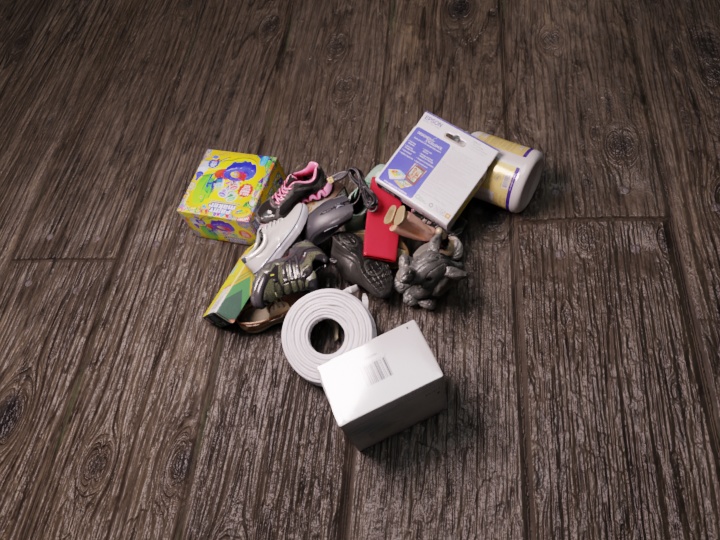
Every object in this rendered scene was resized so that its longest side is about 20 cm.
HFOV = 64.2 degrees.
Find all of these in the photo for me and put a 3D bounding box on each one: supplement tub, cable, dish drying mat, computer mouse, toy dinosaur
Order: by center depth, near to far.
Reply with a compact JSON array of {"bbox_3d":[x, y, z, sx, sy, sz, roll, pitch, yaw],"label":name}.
[{"bbox_3d":[-0.065,0.138,1.194,0.198,0.069,0.202,-15,78,0],"label":"cable"},{"bbox_3d":[0.051,-0.115,1.272,0.076,0.018,0.202,8,65,-3],"label":"dish drying mat"},{"bbox_3d":[-0.067,-0.152,1.280,0.199,0.046,0.141,-30,60,14],"label":"computer mouse"},{"bbox_3d":[-0.088,0.062,1.284,0.088,0.047,0.200,-49,62,1],"label":"toy dinosaur"},{"bbox_3d":[0.298,-0.230,1.310,0.199,0.146,0.146,26,69,24],"label":"supplement tub"}]

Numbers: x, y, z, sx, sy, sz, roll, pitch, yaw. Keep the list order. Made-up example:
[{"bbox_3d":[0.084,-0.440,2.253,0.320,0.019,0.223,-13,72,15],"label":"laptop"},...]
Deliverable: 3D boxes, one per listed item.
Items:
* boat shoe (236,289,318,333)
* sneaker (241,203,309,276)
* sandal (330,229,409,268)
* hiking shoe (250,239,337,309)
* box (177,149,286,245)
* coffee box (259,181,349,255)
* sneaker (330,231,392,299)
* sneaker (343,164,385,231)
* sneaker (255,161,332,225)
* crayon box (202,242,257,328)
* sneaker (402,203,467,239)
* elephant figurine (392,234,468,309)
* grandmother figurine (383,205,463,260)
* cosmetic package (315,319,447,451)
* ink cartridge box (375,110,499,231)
[{"bbox_3d":[-0.184,0.077,1.257,0.199,0.072,0.076,-31,70,9],"label":"boat shoe"},{"bbox_3d":[-0.184,-0.079,1.251,0.073,0.071,0.201,-11,42,56],"label":"sneaker"},{"bbox_3d":[0.025,-0.056,1.321,0.198,0.054,0.081,9,106,29],"label":"sandal"},{"bbox_3d":[-0.141,0.015,1.202,0.100,0.076,0.200,27,57,31],"label":"hiking shoe"},{"bbox_3d":[-0.308,-0.179,1.427,0.198,0.122,0.194,9,64,17],"label":"box"},{"bbox_3d":[-0.131,-0.134,1.386,0.114,0.080,0.200,30,70,25],"label":"coffee box"},{"bbox_3d":[0.000,0.000,1.271,0.075,0.091,0.200,-12,47,-34],"label":"sneaker"},{"bbox_3d":[0.026,-0.185,1.351,0.073,0.118,0.201,26,71,6],"label":"sneaker"},{"bbox_3d":[-0.162,-0.181,1.317,0.199,0.096,0.079,-35,61,-7],"label":"sneaker"},{"bbox_3d":[-0.271,0.029,1.296,0.051,0.127,0.201,35,67,-17],"label":"crayon box"},{"bbox_3d":[0.143,-0.116,1.312,0.198,0.087,0.081,8,64,16],"label":"sneaker"},{"bbox_3d":[0.146,0.001,1.167,0.140,0.200,0.156,21,71,1],"label":"elephant figurine"},{"bbox_3d":[0.144,-0.076,1.241,0.061,0.199,0.121,-62,29,3],"label":"grandmother figurine"},{"bbox_3d":[0.047,0.222,1.071,0.198,0.200,0.124,-25,61,-3],"label":"cosmetic package"},{"bbox_3d":[0.167,-0.220,1.258,0.197,0.047,0.201,35,81,20],"label":"ink cartridge box"}]
